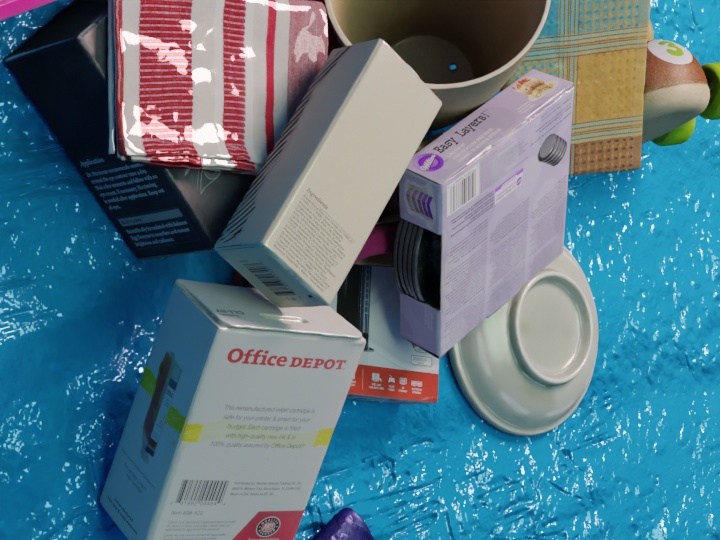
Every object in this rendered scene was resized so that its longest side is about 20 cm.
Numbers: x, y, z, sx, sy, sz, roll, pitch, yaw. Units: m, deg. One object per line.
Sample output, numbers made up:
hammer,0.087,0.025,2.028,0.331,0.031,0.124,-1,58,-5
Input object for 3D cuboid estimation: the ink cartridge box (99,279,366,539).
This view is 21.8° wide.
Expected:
ink cartridge box,-0.099,0.117,1.459,0.144,0.083,0.202,6,113,-38

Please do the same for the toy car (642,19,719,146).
toy car,0.254,-0.226,1.821,0.163,0.158,0.202,-7,78,-30

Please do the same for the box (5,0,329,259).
box,-0.138,-0.149,1.490,0.197,0.117,0.201,-47,115,-33

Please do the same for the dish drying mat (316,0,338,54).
dish drying mat,-0.037,-0.199,1.622,0.076,0.018,0.202,-9,101,-37

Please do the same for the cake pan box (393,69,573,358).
cake pan box,0.106,-0.048,1.596,0.200,0.052,0.186,-38,139,-36

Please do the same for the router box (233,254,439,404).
router box,-0.018,0.018,1.617,0.199,0.049,0.182,8,80,-39

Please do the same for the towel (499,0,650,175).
towel,0.191,-0.184,1.677,0.145,0.022,0.202,-5,108,-18

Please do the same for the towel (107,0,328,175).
towel,-0.104,-0.147,1.429,0.199,0.023,0.146,3,82,-39

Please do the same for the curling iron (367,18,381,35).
curling iron,-0.055,-0.262,1.631,0.199,0.025,0.050,29,74,-36

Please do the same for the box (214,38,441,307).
box,-0.023,-0.074,1.429,0.082,0.068,0.201,44,62,-28

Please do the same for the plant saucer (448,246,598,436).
plant saucer,0.167,0.055,1.770,0.199,0.050,0.202,6,81,-39

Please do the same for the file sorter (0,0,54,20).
file sorter,-0.263,-0.278,1.355,0.199,0.139,0.126,-28,140,-38

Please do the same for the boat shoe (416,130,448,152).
boat shoe,0.098,-0.096,1.694,0.199,0.070,0.071,-21,86,-49

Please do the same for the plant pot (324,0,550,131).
plant pot,0.060,-0.199,1.600,0.185,0.200,0.189,0,71,-1

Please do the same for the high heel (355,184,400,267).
high heel,0.000,0.000,1.561,0.200,0.067,0.097,-40,113,-33

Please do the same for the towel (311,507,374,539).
towel,-0.035,0.318,1.576,0.200,0.049,0.148,-44,106,-34
